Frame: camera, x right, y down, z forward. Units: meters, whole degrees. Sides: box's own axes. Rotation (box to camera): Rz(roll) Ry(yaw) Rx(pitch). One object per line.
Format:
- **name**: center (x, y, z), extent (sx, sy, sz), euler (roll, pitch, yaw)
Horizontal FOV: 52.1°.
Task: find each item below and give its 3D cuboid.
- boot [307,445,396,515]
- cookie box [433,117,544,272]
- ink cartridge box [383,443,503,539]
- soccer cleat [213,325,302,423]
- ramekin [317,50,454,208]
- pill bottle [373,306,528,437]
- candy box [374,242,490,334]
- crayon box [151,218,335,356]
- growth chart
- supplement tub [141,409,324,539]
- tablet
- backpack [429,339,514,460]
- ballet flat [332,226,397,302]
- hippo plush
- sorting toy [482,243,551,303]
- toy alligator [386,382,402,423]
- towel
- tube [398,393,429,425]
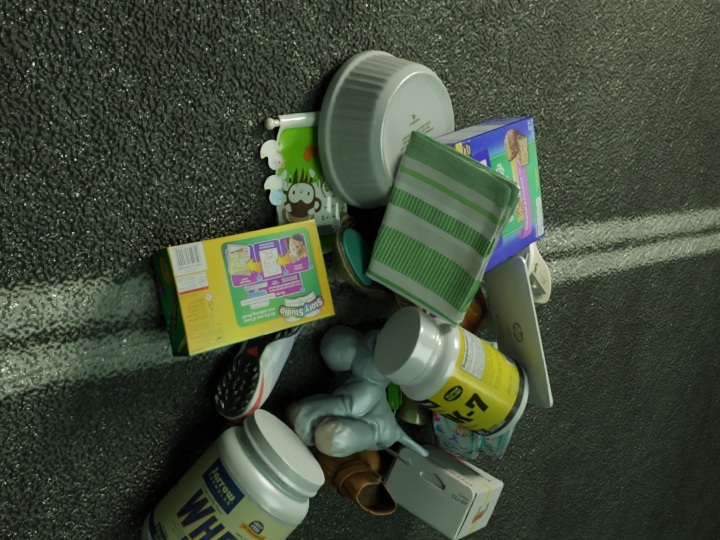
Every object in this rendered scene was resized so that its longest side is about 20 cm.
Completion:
- **boot**: center (0.003, 0.305, 1.080), extent (0.198, 0.153, 0.075), euler (24, 89, -46)
- **cookie box**: center (0.163, -0.101, 0.986), extent (0.198, 0.074, 0.176), euler (-26, 112, -44)
- **ink cartridge box**: center (0.135, 0.353, 1.196), extent (0.085, 0.143, 0.199), euler (-64, 154, -1)
- **soccer cleat**: center (-0.121, 0.103, 0.960), extent (0.203, 0.067, 0.074), euler (-62, 164, -17)
- **ramekin**: center (0.042, -0.180, 0.965), extent (0.200, 0.093, 0.208), euler (-17, 113, -46)
- **pill bottle**: center (0.120, 0.134, 0.979), extent (0.197, 0.114, 0.116), euler (30, 84, -26)
- **candy box**: center (0.105, 0.018, 1.041), extent (0.116, 0.056, 0.203), euler (-38, 120, -25)
- **crayon box**: center (-0.133, 0.018, 0.867), extent (0.196, 0.058, 0.122), euler (-13, 92, -34)
- **growth chart**: center (-0.063, -0.109, 0.959), extent (0.143, 0.018, 0.205), euler (-26, 120, -36)
- **supplement tub**: center (-0.153, 0.287, 0.900), extent (0.200, 0.145, 0.145), euler (-47, 134, 2)
- **tablet**: center (0.215, 0.084, 1.030), extent (0.013, 0.130, 0.206), euler (-12, 92, -15)
- **backpack**: center (0.181, 0.200, 1.169), extent (0.201, 0.147, 0.181), euler (60, 45, -59)
- **ballet flat**: center (0.000, 0.000, 1.019), extent (0.199, 0.070, 0.072), euler (32, 83, -54)
- **hippo plush**: center (-0.006, 0.159, 1.006), extent (0.159, 0.195, 0.166), euler (9, 92, -67)
- **sorting toy**: center (0.266, -0.057, 1.246), extent (0.199, 0.104, 0.185), euler (33, 67, -64)
- **toy alligator**: center (0.052, 0.168, 1.152), extent (0.055, 0.057, 0.205), euler (-71, 159, -64)
- **towel**: center (0.095, -0.046, 0.902), extent (0.023, 0.150, 0.204), euler (-38, 152, -56)
- **tube**: center (0.109, 0.146, 1.205), extent (0.051, 0.058, 0.206), euler (14, 93, -10)
